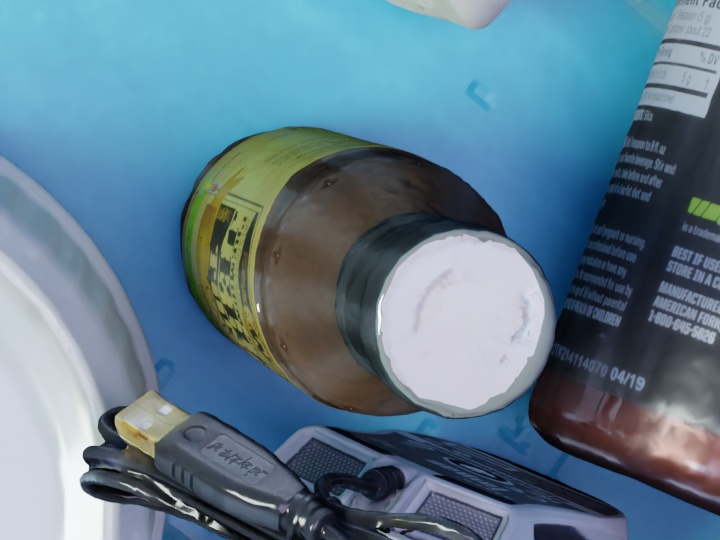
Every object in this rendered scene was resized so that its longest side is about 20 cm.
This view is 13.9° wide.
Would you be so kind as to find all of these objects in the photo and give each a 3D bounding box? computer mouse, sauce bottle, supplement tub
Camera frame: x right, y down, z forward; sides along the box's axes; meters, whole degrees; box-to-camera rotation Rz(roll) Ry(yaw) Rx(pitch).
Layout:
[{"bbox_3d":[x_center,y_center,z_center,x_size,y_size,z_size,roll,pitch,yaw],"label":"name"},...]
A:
[{"bbox_3d":[0.013,0.069,0.730,0.109,0.200,0.044,21,92,24],"label":"computer mouse"},{"bbox_3d":[0.000,0.000,0.708,0.064,0.200,0.065,-1,94,-12],"label":"sauce bottle"},{"bbox_3d":[0.125,-0.032,0.785,0.106,0.107,0.201,21,90,-15],"label":"supplement tub"}]

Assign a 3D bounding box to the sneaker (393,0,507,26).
[{"bbox_3d":[-0.009,-0.153,0.735,0.085,0.075,0.200,-52,131,-10],"label":"sneaker"}]

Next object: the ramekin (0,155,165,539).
[{"bbox_3d":[-0.141,0.056,0.724,0.201,0.094,0.204,0,91,-11],"label":"ramekin"}]
